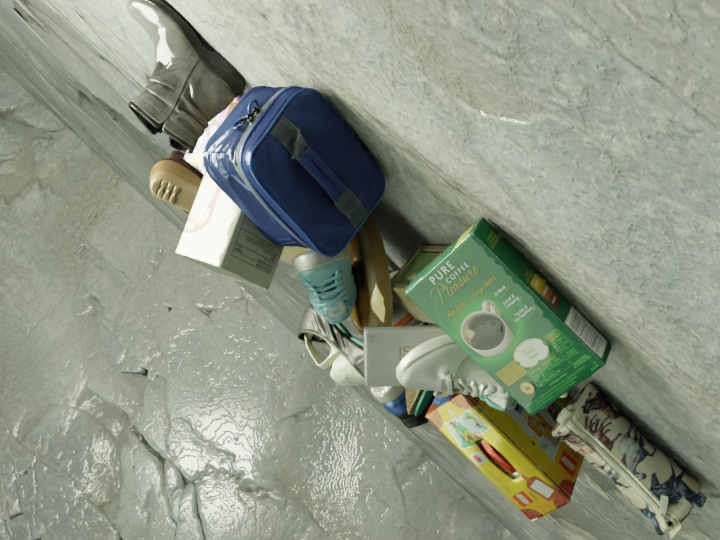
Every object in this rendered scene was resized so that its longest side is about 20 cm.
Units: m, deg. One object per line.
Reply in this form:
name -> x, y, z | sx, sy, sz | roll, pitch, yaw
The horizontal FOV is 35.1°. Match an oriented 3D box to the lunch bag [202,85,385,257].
lunch bag -> -0.073, -0.120, 1.299 | 0.131, 0.137, 0.200 | 13, 153, 50

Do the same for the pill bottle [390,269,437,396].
pill bottle -> 0.096, 0.101, 1.634 | 0.200, 0.110, 0.109 | 49, 168, -26

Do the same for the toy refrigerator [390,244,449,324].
toy refrigerator -> 0.101, 0.016, 1.367 | 0.070, 0.076, 0.200 | 45, 170, -13

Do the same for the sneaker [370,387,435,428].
sneaker -> 0.081, 0.153, 1.742 | 0.112, 0.076, 0.201 | 50, -149, -24

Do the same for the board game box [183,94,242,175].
board game box -> -0.147, -0.154, 1.519 | 0.199, 0.121, 0.032 | 36, -168, 33

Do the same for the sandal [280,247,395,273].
sandal -> -0.033, 0.020, 1.666 | 0.209, 0.071, 0.078 | 17, 152, -13

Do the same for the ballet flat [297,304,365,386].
ballet flat -> -0.020, 0.113, 1.516 | 0.068, 0.069, 0.199 | 40, 178, -41

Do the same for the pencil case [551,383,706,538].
pencil case -> 0.317, 0.226, 1.366 | 0.200, 0.078, 0.089 | 43, -165, 4

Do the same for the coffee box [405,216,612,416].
coffee box -> 0.157, 0.050, 1.212 | 0.200, 0.044, 0.123 | 43, 131, -4

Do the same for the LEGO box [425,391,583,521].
LEGO box -> 0.199, 0.196, 1.479 | 0.200, 0.149, 0.077 | 45, 131, -8

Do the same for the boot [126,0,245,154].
boot -> -0.259, -0.258, 1.481 | 0.200, 0.132, 0.070 | 42, 171, 5

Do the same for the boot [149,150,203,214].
boot -> -0.199, -0.100, 1.601 | 0.198, 0.073, 0.167 | 32, -163, -7

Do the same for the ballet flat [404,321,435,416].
ballet flat -> 0.094, 0.109, 1.544 | 0.065, 0.202, 0.070 | 33, -149, 11

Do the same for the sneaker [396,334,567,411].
sneaker -> 0.141, 0.122, 1.296 | 0.076, 0.196, 0.090 | 84, 179, -56

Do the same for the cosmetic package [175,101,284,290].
cosmetic package -> -0.137, -0.092, 1.405 | 0.086, 0.203, 0.103 | 15, 171, 35

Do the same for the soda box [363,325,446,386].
soda box -> 0.103, 0.102, 1.378 | 0.196, 0.069, 0.064 | -1, -178, -1

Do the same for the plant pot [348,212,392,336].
plant pot -> 0.000, 0.000, 1.504 | 0.200, 0.027, 0.204 | 170, 90, -77

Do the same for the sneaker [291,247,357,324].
sneaker -> -0.034, 0.022, 1.430 | 0.200, 0.073, 0.083 | 45, -156, -77
